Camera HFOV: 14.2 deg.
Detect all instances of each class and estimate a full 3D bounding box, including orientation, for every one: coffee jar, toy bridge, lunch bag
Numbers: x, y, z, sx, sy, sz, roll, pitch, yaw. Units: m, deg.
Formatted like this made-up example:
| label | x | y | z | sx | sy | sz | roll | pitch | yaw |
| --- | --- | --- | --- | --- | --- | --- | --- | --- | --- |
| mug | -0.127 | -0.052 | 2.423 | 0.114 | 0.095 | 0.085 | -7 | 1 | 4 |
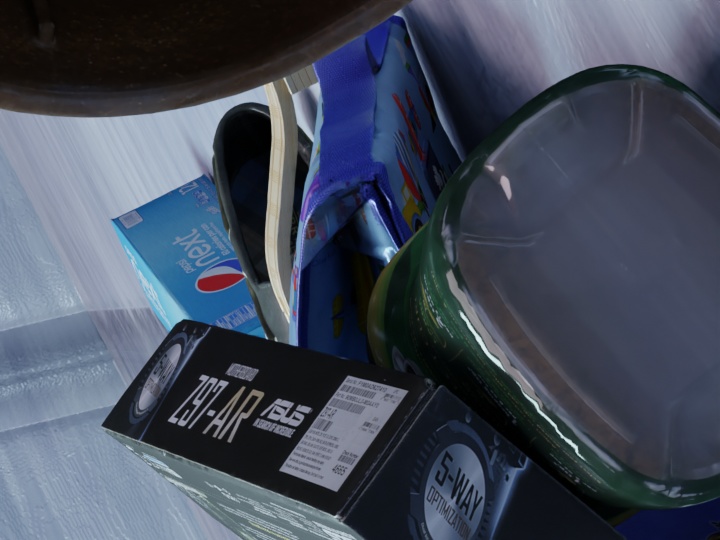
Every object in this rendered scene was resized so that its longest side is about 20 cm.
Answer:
| label | x | y | z | sx | sy | sz | roll | pitch | yaw |
| --- | --- | --- | --- | --- | --- | --- | --- | --- | --- |
| coffee jar | 0.059 | 0.016 | 0.773 | 0.104 | 0.085 | 0.200 | 49 | 170 | 2 |
| toy bridge | 0.000 | 0.000 | 1.133 | 0.200 | 0.067 | 0.027 | 65 | 171 | -15 |
| lunch bag | 0.009 | 0.014 | 0.975 | 0.151 | 0.094 | 0.200 | -81 | -21 | -64 |

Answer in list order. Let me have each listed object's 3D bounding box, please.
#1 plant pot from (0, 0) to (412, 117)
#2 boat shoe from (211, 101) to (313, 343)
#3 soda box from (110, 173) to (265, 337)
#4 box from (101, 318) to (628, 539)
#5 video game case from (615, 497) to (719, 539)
| label | x | y | z | sx | sy | sz | roll | pitch | yaw |
| --- | --- | --- | --- | --- | --- | --- | --- | --- | --- |
| plant pot | -0.071 | -0.176 | 0.694 | 0.198 | 0.200 | 0.200 | -114 | 4 | -46 |
| boat shoe | -0.018 | 0.010 | 1.221 | 0.200 | 0.069 | 0.057 | 63 | -177 | 38 |
| soda box | -0.075 | 0.018 | 1.616 | 0.068 | 0.064 | 0.200 | 68 | 170 | -27 |
| box | 0.026 | 0.084 | 0.805 | 0.160 | 0.044 | 0.200 | 39 | 169 | -19 |
| video game case | 0.134 | 0.159 | 0.901 | 0.200 | 0.045 | 0.181 | 50 | 165 | 55 |
